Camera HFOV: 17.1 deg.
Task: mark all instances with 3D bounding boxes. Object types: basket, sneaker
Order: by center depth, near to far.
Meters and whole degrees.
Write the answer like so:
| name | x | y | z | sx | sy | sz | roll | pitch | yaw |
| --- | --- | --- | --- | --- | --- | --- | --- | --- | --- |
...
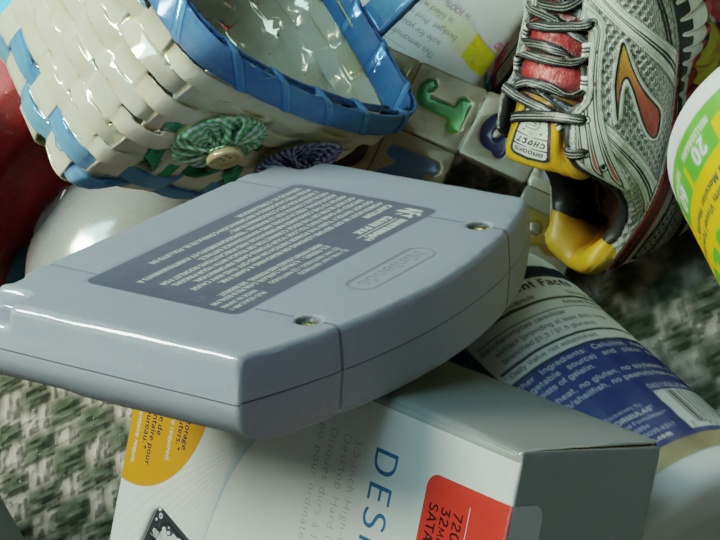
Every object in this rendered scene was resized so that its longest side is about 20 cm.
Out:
| name | x | y | z | sx | sy | sz | roll | pitch | yaw |
| --- | --- | --- | --- | --- | --- | --- | --- | --- | --- |
| sneaker | 0.097 | -0.080 | 0.980 | 0.082 | 0.200 | 0.078 | -36 | 39 | -22 |
| basket | -0.037 | -0.118 | 0.984 | 0.200 | 0.176 | 0.139 | -49 | 58 | 23 |

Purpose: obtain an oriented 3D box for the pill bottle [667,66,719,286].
| name | x | y | z | sx | sy | sz | roll | pitch | yaw |
| --- | --- | --- | --- | --- | --- | --- | --- | --- | --- |
| pill bottle | 0.201 | 0.007 | 0.920 | 0.111 | 0.111 | 0.200 | -29 | 46 | 9 |

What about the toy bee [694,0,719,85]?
| name | x | y | z | sx | sy | sz | roll | pitch | yaw |
| --- | --- | --- | --- | --- | --- | --- | --- | --- | --- |
| toy bee | 0.170 | -0.112 | 1.047 | 0.199 | 0.109 | 0.131 | 16 | 21 | 22 |

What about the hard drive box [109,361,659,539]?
| name | x | y | z | sx | sy | sz | roll | pitch | yaw |
| --- | --- | --- | --- | --- | --- | --- | --- | --- | --- |
| hard drive box | -0.001 | 0.109 | 0.879 | 0.200 | 0.077 | 0.156 | 19 | 102 | 44 |

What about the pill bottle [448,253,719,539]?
| name | x | y | z | sx | sy | sz | roll | pitch | yaw |
| --- | --- | --- | --- | --- | --- | --- | --- | --- | --- |
| pill bottle | 0.064 | 0.062 | 0.948 | 0.111 | 0.111 | 0.200 | -42 | 52 | -4 |

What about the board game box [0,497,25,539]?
| name | x | y | z | sx | sy | sz | roll | pitch | yaw |
| --- | --- | --- | --- | --- | --- | --- | --- | --- | --- |
| board game box | -0.258 | 0.117 | 1.082 | 0.199 | 0.148 | 0.064 | -4 | 36 | 30 |

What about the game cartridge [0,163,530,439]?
| name | x | y | z | sx | sy | sz | roll | pitch | yaw |
| --- | --- | --- | --- | --- | --- | --- | --- | --- | --- |
| game cartridge | -0.026 | 0.007 | 0.866 | 0.133 | 0.042 | 0.200 | 16 | 24 | 29 |

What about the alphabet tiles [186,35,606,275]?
| name | x | y | z | sx | sy | sz | roll | pitch | yaw |
| --- | --- | --- | --- | --- | --- | --- | --- | --- | --- |
| alphabet tiles | 0.000 | 0.000 | 1.052 | 0.167 | 0.008 | 0.200 | 24 | 75 | 8 |

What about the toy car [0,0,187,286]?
| name | x | y | z | sx | sy | sz | roll | pitch | yaw |
| --- | --- | --- | --- | --- | --- | --- | --- | --- | --- |
| toy car | -0.116 | -0.030 | 1.136 | 0.200 | 0.184 | 0.177 | 38 | 78 | 14 |

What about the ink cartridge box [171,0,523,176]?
| name | x | y | z | sx | sy | sz | roll | pitch | yaw |
| --- | --- | --- | --- | --- | --- | --- | --- | --- | --- |
| ink cartridge box | 0.012 | -0.112 | 1.125 | 0.116 | 0.067 | 0.200 | 34 | 75 | 11 |
